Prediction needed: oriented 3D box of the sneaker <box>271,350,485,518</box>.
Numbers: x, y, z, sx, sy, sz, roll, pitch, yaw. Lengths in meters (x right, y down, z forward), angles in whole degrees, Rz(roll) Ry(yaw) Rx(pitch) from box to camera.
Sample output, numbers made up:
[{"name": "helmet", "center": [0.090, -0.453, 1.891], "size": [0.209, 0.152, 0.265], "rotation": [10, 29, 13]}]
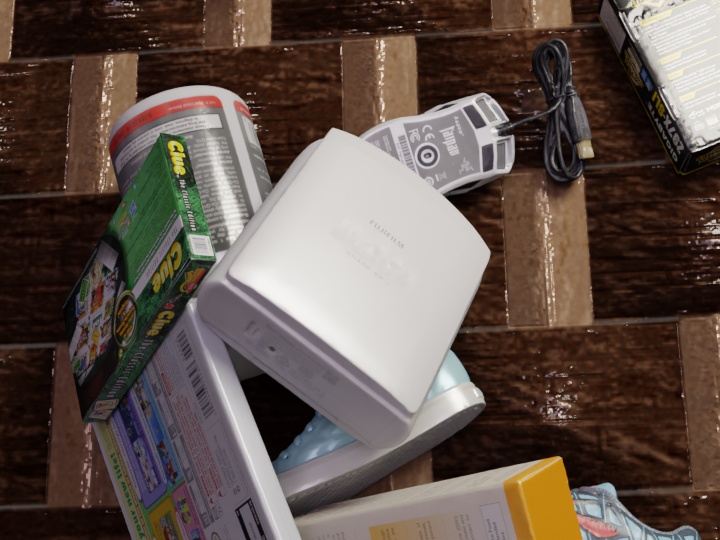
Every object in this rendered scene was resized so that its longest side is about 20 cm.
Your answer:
[{"name": "sneaker", "center": [-0.011, 0.114, 0.793], "size": [0.198, 0.074, 0.083], "rotation": [-25, 65, -12]}]

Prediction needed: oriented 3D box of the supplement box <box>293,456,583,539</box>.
[{"name": "supplement box", "center": [0.047, 0.205, 0.696], "size": [0.198, 0.073, 0.128], "rotation": [-18, 84, 32]}]

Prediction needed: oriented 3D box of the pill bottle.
[{"name": "pill bottle", "center": [-0.114, -0.025, 0.815], "size": [0.114, 0.116, 0.203], "rotation": [-18, 72, 0]}]

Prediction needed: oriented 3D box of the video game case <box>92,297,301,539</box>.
[{"name": "video game case", "center": [-0.117, 0.150, 0.747], "size": [0.022, 0.182, 0.202], "rotation": [-8, 66, -41]}]

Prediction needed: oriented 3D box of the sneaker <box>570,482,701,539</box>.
[{"name": "sneaker", "center": [0.148, 0.193, 0.759], "size": [0.197, 0.080, 0.096], "rotation": [18, 53, 11]}]

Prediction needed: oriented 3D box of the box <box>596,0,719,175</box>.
[{"name": "box", "center": [0.312, -0.187, 0.859], "size": [0.197, 0.049, 0.162], "rotation": [-22, 70, -1]}]

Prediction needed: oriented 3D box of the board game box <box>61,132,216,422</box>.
[{"name": "board game box", "center": [-0.160, 0.010, 0.756], "size": [0.023, 0.200, 0.106], "rotation": [7, 50, -34]}]

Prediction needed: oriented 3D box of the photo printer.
[{"name": "photo printer", "center": [0.000, 0.000, 0.754], "size": [0.166, 0.070, 0.201], "rotation": [37, 47, -5]}]

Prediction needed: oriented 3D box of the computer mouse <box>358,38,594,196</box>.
[{"name": "computer mouse", "center": [0.082, -0.102, 0.854], "size": [0.197, 0.044, 0.112], "rotation": [-17, 92, 0]}]
